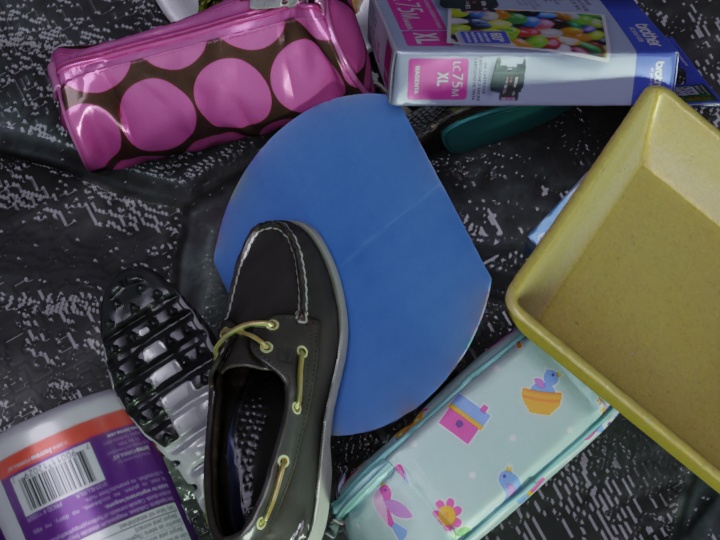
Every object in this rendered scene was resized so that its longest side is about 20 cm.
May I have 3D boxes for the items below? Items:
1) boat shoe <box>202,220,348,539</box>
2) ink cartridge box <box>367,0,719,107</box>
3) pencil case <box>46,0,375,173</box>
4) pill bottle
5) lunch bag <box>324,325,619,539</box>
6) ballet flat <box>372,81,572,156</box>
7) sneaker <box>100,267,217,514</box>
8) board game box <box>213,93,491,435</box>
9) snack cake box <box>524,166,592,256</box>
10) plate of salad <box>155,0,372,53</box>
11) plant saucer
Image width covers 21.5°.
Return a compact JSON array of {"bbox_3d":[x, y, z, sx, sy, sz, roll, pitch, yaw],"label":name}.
[{"bbox_3d":[-0.052,0.062,1.072,0.071,0.061,0.202,-10,71,30],"label":"boat shoe"},{"bbox_3d":[0.109,-0.134,1.140,0.199,0.119,0.042,2,115,-8],"label":"ink cartridge box"},{"bbox_3d":[-0.095,-0.123,1.163,0.199,0.094,0.091,-16,68,14],"label":"pencil case"},{"bbox_3d":[-0.148,0.182,1.136,0.111,0.111,0.201,-25,82,1],"label":"pill bottle"},{"bbox_3d":[0.066,0.102,1.110,0.200,0.160,0.077,-40,87,-7],"label":"lunch bag"},{"bbox_3d":[0.037,-0.095,1.180,0.200,0.072,0.072,-26,82,0],"label":"ballet flat"},{"bbox_3d":[-0.094,0.086,1.151,0.066,0.091,0.201,-31,96,4],"label":"sneaker"},{"bbox_3d":[0.000,0.000,1.117,0.158,0.039,0.201,-39,61,23],"label":"board game box"},{"bbox_3d":[0.209,0.011,1.155,0.200,0.067,0.115,43,86,8],"label":"snack cake box"},{"bbox_3d":[-0.046,-0.224,1.213,0.199,0.048,0.201,-1,83,5],"label":"plate of salad"},{"bbox_3d":[0.188,0.024,1.053,0.200,0.048,0.200,40,54,-2],"label":"plant saucer"}]
